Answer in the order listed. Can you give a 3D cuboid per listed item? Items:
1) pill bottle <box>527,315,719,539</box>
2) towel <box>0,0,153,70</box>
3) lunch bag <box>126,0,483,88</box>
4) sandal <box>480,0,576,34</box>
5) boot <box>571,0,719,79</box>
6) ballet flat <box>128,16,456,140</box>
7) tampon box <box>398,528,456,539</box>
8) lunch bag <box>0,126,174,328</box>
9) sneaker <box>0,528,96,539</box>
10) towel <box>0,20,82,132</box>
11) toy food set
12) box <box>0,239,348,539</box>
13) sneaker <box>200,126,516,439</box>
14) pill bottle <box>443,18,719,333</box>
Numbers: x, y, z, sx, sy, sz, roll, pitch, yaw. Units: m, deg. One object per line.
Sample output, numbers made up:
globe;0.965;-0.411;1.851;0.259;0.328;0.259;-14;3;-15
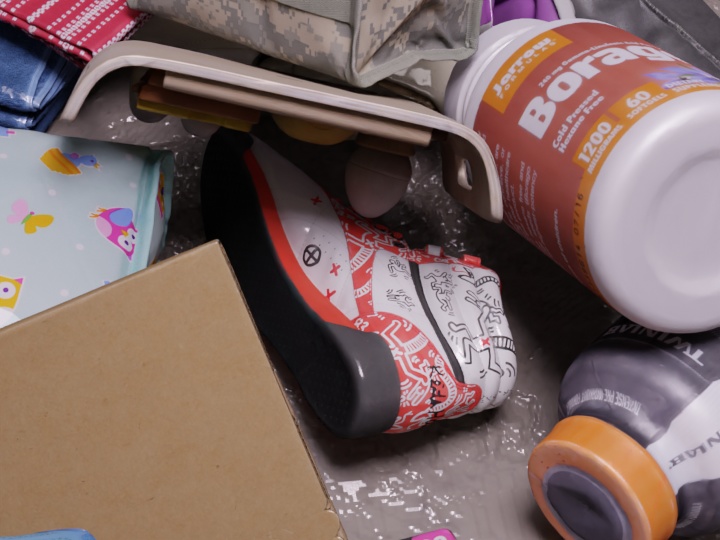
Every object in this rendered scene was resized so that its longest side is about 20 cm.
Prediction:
pill bottle;0.167;0.055;0.944;0.106;0.106;0.200;38;56;20
towel;-0.178;-0.188;1.069;0.199;0.023;0.145;27;54;20
lunch bag;-0.021;-0.209;0.950;0.164;0.201;0.117;23;28;34
sandal;0.062;-0.155;1.108;0.050;0.083;0.203;0;39;-24
boot;0.151;-0.109;1.089;0.181;0.073;0.200;-24;67;-41
ballet flat;-0.040;-0.107;1.068;0.199;0.070;0.070;8;51;-2
tampon box;-0.006;0.231;0.766;0.149;0.127;0.201;-13;56;-17
lunch bag;-0.178;0.032;0.900;0.169;0.122;0.201;8;46;-4
sneaker;-0.189;0.129;0.739;0.199;0.090;0.078;-10;39;-17
towel;-0.190;-0.153;1.087;0.111;0.049;0.201;18;52;6
toy food set;-0.039;-0.060;0.921;0.199;0.061;0.144;11;7;-8
box;-0.118;0.098;0.816;0.199;0.021;0.164;-22;99;0
sneaker;0.000;0.001;0.991;0.107;0.067;0.202;-6;44;-30
pill bottle;0.116;-0.056;0.939;0.112;0.113;0.200;-13;25;-18
